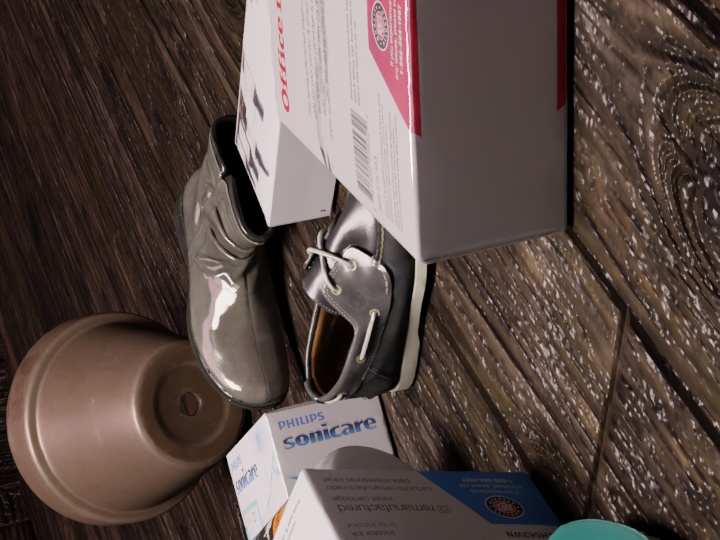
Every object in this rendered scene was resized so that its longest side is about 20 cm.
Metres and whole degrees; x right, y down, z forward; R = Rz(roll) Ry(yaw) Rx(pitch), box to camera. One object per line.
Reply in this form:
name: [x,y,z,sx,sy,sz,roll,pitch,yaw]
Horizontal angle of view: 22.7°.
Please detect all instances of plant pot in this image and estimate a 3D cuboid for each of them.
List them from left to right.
plant pot: [-0.194,0.126,1.609,0.174,0.199,0.201,-17,85,55]

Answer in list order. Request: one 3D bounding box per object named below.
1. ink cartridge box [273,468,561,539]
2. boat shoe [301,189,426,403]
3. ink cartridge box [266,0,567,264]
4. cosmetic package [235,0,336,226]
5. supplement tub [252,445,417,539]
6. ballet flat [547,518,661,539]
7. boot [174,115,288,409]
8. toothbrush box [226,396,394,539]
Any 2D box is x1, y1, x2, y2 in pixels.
ink cartridge box: [0.054,0.192,0.884,0.200,0.144,0.085,58,135,47]
boat shoe: [0.000,0.000,1.077,0.072,0.067,0.201,-119,25,-46]
ink cartridge box: [0.023,-0.113,0.894,0.200,0.084,0.146,-133,35,-57]
cosmetic package: [-0.044,-0.125,1.153,0.201,0.050,0.083,100,152,-50]
supplement tub: [-0.028,0.213,1.075,0.200,0.122,0.123,-51,42,21]
ballet flat: [0.133,0.164,0.775,0.200,0.071,0.072,-163,62,-71]
boot: [-0.092,-0.004,1.346,0.131,0.067,0.201,126,130,-63]
toothbrush box: [-0.018,0.198,1.233,0.146,0.085,0.201,133,124,-68]
